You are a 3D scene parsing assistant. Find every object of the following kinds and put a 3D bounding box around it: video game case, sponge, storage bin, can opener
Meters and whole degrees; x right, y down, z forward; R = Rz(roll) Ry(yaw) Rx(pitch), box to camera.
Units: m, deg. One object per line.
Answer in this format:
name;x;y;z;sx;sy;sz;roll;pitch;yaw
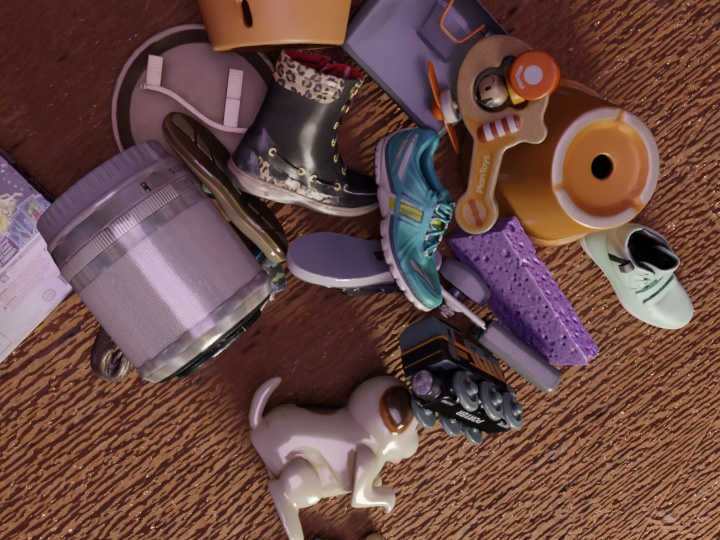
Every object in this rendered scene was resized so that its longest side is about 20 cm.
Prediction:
video game case;-0.409;-0.012;0.854;0.200;0.036;0.181;-45;106;-1
sponge;0.193;0.029;0.947;0.030;0.111;0.201;-43;107;-26
storage bin;0.073;-0.247;0.869;0.200;0.146;0.134;42;100;-15
can opener;0.164;0.068;0.944;0.200;0.053;0.067;42;90;-5

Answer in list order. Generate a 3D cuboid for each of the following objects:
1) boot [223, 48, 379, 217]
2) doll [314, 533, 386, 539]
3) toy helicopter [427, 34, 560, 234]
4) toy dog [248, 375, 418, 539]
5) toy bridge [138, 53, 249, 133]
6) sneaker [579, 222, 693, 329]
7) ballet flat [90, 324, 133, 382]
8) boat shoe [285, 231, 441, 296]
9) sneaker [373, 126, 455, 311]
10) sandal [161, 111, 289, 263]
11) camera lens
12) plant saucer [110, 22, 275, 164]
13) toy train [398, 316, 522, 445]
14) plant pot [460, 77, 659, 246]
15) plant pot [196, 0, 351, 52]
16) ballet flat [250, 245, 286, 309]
boot;-0.035;-0.144;0.847;0.198;0.073;0.152;9;120;-34
doll;-0.050;0.396;0.993;0.198;0.048;0.138;-29;105;-5
toy helicopter;0.125;-0.139;0.811;0.130;0.079;0.203;13;105;13
toy dog;-0.021;0.199;0.935;0.198;0.140;0.196;-22;84;-8
toy bridge;-0.140;-0.185;0.856;0.197;0.027;0.068;6;99;-13
sneaker;0.365;0.015;0.977;0.200;0.118;0.074;41;88;-16
ballet flat;-0.254;0.020;0.855;0.067;0.046;0.203;18;71;-42
boat shoe;0.000;0.000;0.910;0.198;0.070;0.067;-5;143;-32
sneaker;0.064;-0.057;0.854;0.079;0.077;0.203;-10;86;26
sandal;-0.153;-0.081;0.855;0.054;0.081;0.201;-31;110;18
camera lens;-0.197;-0.004;0.776;0.159;0.160;0.201;-37;96;-3
plant saucer;-0.176;-0.171;0.880;0.197;0.029;0.203;-2;101;-12
toy train;0.120;0.131;0.925;0.085;0.115;0.199;-28;144;28
plant pot;0.236;-0.120;0.893;0.197;0.183;0.203;-2;100;-11
plant pot;-0.086;-0.296;0.789;0.197;0.200;0.142;-6;102;-10
ballet flat;-0.168;0.053;0.901;0.199;0.074;0.075;-35;105;-2
